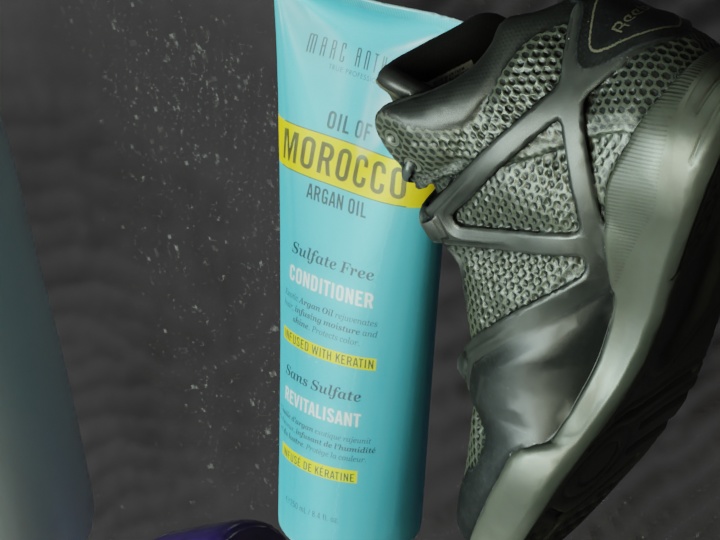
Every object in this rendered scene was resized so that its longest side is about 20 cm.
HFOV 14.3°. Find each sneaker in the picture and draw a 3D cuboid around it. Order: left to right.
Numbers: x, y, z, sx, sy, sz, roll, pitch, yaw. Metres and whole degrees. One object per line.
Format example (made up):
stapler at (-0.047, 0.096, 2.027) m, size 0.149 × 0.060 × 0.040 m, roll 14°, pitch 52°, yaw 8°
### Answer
sneaker at (0.053, -0.003, 0.894) m, size 0.114 × 0.076 × 0.200 m, roll 35°, pitch 131°, yaw 25°

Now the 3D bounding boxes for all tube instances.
tube at (0.000, 0.000, 0.971) m, size 0.077 × 0.050 × 0.201 m, roll 16°, pitch 120°, yaw 27°

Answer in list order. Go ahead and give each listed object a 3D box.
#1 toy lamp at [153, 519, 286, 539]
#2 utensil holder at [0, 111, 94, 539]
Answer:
toy lamp at (-0.002, 0.123, 1.035) m, size 0.200 × 0.058 × 0.058 m, roll 2°, pitch 115°, yaw 41°
utensil holder at (-0.198, 0.022, 1.077) m, size 0.170 × 0.170 × 0.201 m, roll 11°, pitch 123°, yaw 39°
